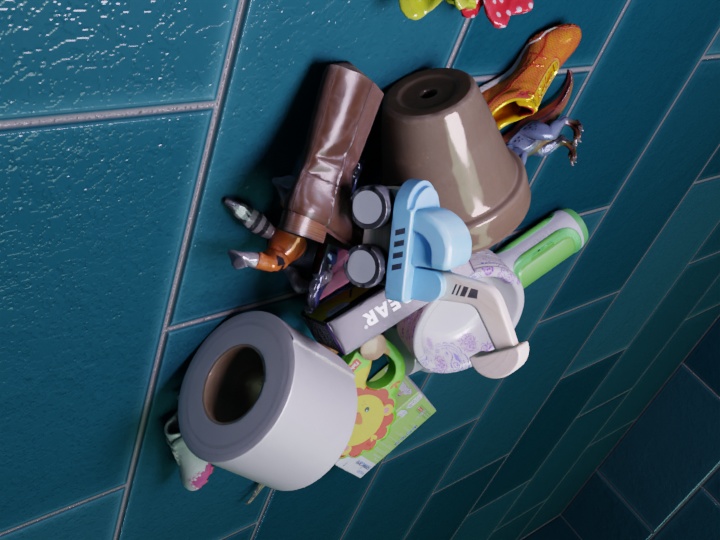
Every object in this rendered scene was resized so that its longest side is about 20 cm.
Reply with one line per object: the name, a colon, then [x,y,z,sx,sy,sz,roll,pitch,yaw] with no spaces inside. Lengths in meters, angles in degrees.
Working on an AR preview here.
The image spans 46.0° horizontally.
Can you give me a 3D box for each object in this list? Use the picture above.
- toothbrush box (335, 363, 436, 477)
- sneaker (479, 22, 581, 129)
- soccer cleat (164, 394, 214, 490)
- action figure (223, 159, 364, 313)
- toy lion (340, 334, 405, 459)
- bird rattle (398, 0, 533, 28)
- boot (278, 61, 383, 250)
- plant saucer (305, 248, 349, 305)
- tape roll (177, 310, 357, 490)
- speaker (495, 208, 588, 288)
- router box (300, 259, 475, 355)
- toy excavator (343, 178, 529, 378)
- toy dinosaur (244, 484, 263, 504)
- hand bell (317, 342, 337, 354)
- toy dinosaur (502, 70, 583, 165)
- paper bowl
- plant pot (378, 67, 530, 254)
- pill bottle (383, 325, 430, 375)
toothbrush box: [0.029,0.280,1.582,0.200,0.086,0.146,-42,151,-1]
sneaker: [0.226,-0.247,1.133,0.200,0.077,0.073,-44,149,1]
soccer cleat: [-0.252,0.245,1.231,0.086,0.070,0.201,-4,129,-34]
action figure: [-0.075,-0.061,1.037,0.202,0.104,0.193,-69,158,-6]
toy lion: [-0.002,0.206,1.379,0.200,0.069,0.192,-47,125,-2]
bird rattle: [0.122,-0.332,0.879,0.199,0.112,0.165,-18,127,-40]
boot: [-0.004,-0.125,0.968,0.186,0.064,0.202,15,91,-58]
plant saucer: [0.000,0.000,1.207,0.199,0.051,0.201,-30,151,-18]
tape roll: [-0.122,0.172,1.113,0.203,0.203,0.139,-46,135,8]
speaker: [0.307,-0.029,1.508,0.199,0.089,0.089,-33,150,-15]
router box: [0.032,0.029,1.091,0.199,0.051,0.149,-32,-169,-14]
toy excavator: [0.089,0.004,0.917,0.100,0.198,0.197,-12,110,-60]
toy dinosaur: [-0.126,0.351,1.531,0.088,0.048,0.201,19,115,-39]
hand bell: [-0.081,0.152,1.253,0.200,0.104,0.104,-51,149,21]
toy dinosaur: [0.229,-0.180,1.251,0.179,0.202,0.105,-2,159,2]
paper bowl: [0.146,0.052,1.317,0.199,0.105,0.202,-17,133,-19]
plant pot: [0.101,-0.144,1.034,0.199,0.200,0.176,-32,131,-17]
pill bottle: [0.140,0.108,1.460,0.199,0.112,0.113,-19,144,-34]
